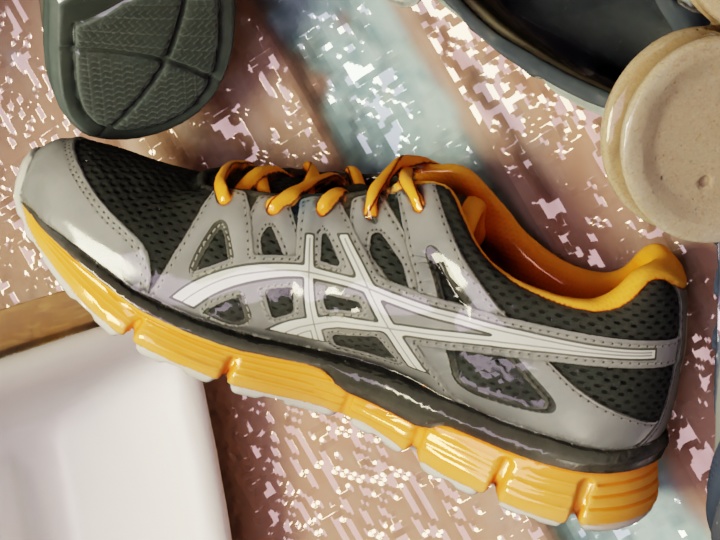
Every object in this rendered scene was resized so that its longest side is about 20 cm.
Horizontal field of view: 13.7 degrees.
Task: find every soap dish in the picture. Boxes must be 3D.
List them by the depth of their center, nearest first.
[{"bbox_3d":[-0.130,0.098,0.852,0.081,0.199,0.158,2,106,51],"label":"soap dish"}]

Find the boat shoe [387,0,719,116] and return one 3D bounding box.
[{"bbox_3d":[0.033,-0.098,0.778,0.200,0.062,0.075,47,122,29],"label":"boat shoe"}]

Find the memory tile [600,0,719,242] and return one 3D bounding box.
[{"bbox_3d":[0.150,-0.088,0.713,0.153,0.017,0.201,18,99,-24],"label":"memory tile"}]

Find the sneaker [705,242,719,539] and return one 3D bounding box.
[{"bbox_3d":[0.118,-0.018,0.792,0.082,0.070,0.201,26,107,32],"label":"sneaker"}]

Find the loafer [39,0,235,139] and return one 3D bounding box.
[{"bbox_3d":[-0.063,-0.124,0.799,0.201,0.071,0.063,103,151,-45],"label":"loafer"}]

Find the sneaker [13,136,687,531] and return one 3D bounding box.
[{"bbox_3d":[0.000,0.000,0.833,0.199,0.078,0.078,22,108,2],"label":"sneaker"}]
